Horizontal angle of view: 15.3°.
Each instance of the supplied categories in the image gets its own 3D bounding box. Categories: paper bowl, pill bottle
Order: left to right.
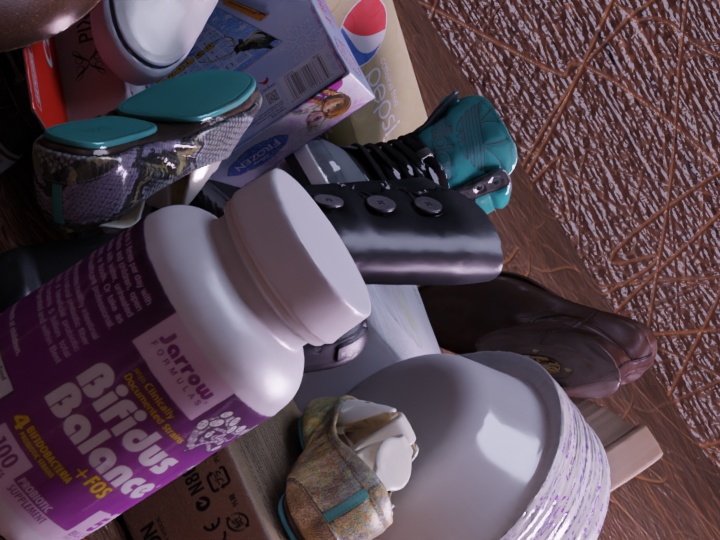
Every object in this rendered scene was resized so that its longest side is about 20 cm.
[{"bbox_3d":[-0.098,0.039,1.269,0.112,0.200,0.112,53,12,-16],"label":"pill bottle"},{"bbox_3d":[0.040,0.130,1.601,0.104,0.200,0.201,50,13,-30],"label":"paper bowl"}]

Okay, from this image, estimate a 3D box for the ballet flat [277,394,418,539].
[{"bbox_3d":[0.000,0.105,1.470,0.071,0.071,0.200,55,11,-7],"label":"ballet flat"}]

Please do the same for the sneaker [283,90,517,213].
[{"bbox_3d":[0.036,-0.066,1.706,0.084,0.121,0.200,60,12,18],"label":"sneaker"}]

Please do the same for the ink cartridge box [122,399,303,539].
[{"bbox_3d":[-0.071,0.125,1.473,0.165,0.075,0.200,42,18,-57],"label":"ink cartridge box"}]

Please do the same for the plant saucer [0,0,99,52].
[{"bbox_3d":[-0.225,-0.212,1.484,0.201,0.200,0.037,61,-26,21],"label":"plant saucer"}]

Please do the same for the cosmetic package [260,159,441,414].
[{"bbox_3d":[-0.046,0.019,1.750,0.200,0.123,0.200,50,14,-38],"label":"cosmetic package"}]

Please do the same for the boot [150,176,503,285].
[{"bbox_3d":[0.000,-0.001,1.554,0.199,0.066,0.165,4,35,-39],"label":"boot"}]

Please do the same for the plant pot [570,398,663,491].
[{"bbox_3d":[0.098,0.136,1.820,0.093,0.200,0.201,60,12,4],"label":"plant pot"}]

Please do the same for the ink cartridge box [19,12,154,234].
[{"bbox_3d":[-0.161,-0.138,1.567,0.174,0.043,0.201,70,7,-63],"label":"ink cartridge box"}]

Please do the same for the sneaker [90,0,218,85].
[{"bbox_3d":[-0.098,-0.191,1.577,0.073,0.071,0.200,41,45,-21],"label":"sneaker"}]

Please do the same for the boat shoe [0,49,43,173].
[{"bbox_3d":[-0.208,-0.128,1.611,0.071,0.064,0.200,50,13,-32],"label":"boat shoe"}]

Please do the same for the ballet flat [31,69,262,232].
[{"bbox_3d":[-0.119,-0.061,1.479,0.072,0.072,0.200,57,31,2],"label":"ballet flat"}]

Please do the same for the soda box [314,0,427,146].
[{"bbox_3d":[-0.014,-0.143,1.773,0.064,0.068,0.200,25,-29,34],"label":"soda box"}]

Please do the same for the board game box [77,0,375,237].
[{"bbox_3d":[-0.116,-0.133,1.673,0.041,0.200,0.200,40,21,-57],"label":"board game box"}]

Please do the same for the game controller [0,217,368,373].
[{"bbox_3d":[-0.098,0.018,1.409,0.105,0.199,0.042,-114,-157,-44],"label":"game controller"}]

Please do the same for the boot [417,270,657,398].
[{"bbox_3d":[0.096,0.046,1.774,0.200,0.186,0.065,-19,116,-72],"label":"boot"}]
